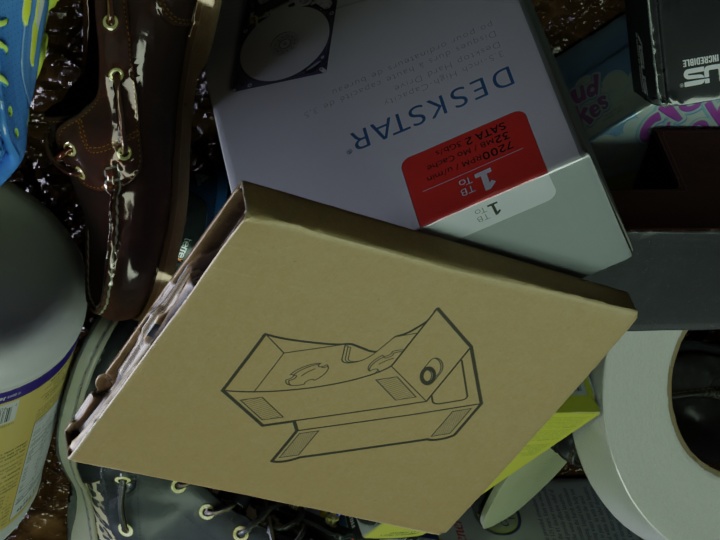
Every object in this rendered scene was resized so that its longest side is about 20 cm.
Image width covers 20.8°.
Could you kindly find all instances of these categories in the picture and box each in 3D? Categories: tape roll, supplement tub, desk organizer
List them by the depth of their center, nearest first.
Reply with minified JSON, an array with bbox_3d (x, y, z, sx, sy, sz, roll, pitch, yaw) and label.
[{"bbox_3d":[0.121,-0.021,0.974,0.198,0.077,0.072,-1,136,-15],"label":"desk organizer"},{"bbox_3d":[-0.225,0.061,1.001,0.144,0.146,0.201,3,136,-21],"label":"supplement tub"},{"bbox_3d":[0.209,0.064,1.129,0.202,0.204,0.037,14,174,-30],"label":"tape roll"}]

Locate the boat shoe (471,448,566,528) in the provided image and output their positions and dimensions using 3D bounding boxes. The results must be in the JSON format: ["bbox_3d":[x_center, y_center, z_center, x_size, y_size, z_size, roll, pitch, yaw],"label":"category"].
[{"bbox_3d":[0.103,0.081,1.195,0.073,0.063,0.202,-28,150,-35],"label":"boat shoe"}]

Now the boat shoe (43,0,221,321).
[{"bbox_3d":[-0.114,-0.073,0.915,0.070,0.070,0.202,1,107,-28],"label":"boat shoe"}]

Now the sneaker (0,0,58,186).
[{"bbox_3d":[-0.163,-0.108,0.867,0.075,0.106,0.201,0,137,-18],"label":"sneaker"}]

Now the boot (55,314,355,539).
[{"bbox_3d":[-0.076,0.111,1.023,0.153,0.074,0.204,17,135,12],"label":"boot"}]

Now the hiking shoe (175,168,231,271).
[{"bbox_3d":[-0.075,0.026,1.064,0.086,0.075,0.201,-14,139,-1],"label":"hiking shoe"}]

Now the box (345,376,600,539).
[{"bbox_3d":[0.055,0.091,1.137,0.050,0.076,0.200,1,154,-34],"label":"box"}]

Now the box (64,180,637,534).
[{"bbox_3d":[-0.004,0.045,0.845,0.199,0.021,0.164,15,131,-30],"label":"box"}]

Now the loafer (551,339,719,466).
[{"bbox_3d":[0.205,0.084,1.179,0.199,0.073,0.073,-17,147,-25],"label":"loafer"}]

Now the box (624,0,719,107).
[{"bbox_3d":[0.219,-0.172,0.910,0.198,0.044,0.162,-10,107,-7],"label":"box"}]

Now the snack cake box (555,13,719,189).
[{"bbox_3d":[0.169,-0.080,1.032,0.199,0.067,0.115,-32,137,17],"label":"snack cake box"}]

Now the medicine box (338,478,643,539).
[{"bbox_3d":[0.072,0.235,1.320,0.198,0.103,0.183,1,136,-20],"label":"medicine box"}]

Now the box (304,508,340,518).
[{"bbox_3d":[-0.044,0.124,1.115,0.201,0.070,0.064,-58,169,14],"label":"box"}]

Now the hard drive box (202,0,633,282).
[{"bbox_3d":[0.018,-0.069,0.896,0.155,0.201,0.077,-23,139,7],"label":"hard drive box"}]
